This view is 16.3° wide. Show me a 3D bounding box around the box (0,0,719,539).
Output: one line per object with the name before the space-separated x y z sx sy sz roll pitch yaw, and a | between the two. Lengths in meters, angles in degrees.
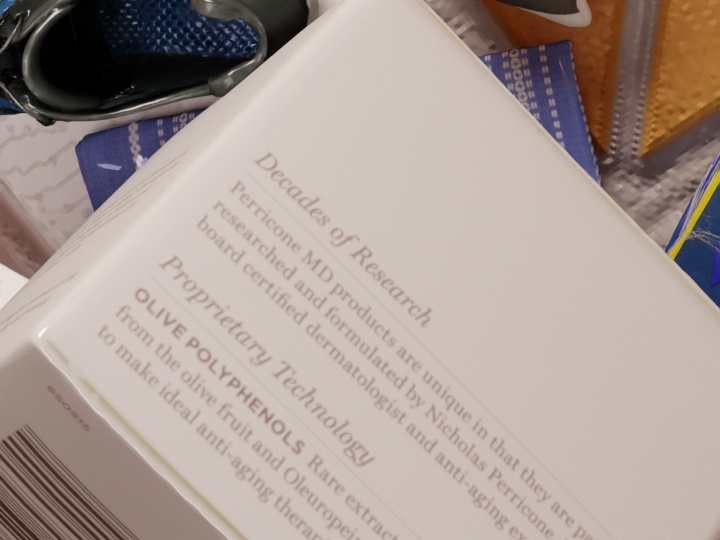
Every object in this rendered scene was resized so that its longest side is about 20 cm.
box | -0.014 0.054 0.801 0.200 0.171 0.199 45 151 -8

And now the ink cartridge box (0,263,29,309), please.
ink cartridge box | -0.157 0.051 0.946 0.200 0.109 0.050 28 163 25

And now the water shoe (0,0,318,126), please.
water shoe | -0.116 -0.088 0.895 0.199 0.079 0.072 -6 110 22

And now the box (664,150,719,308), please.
box | 0.167 -0.056 0.818 0.070 0.064 0.200 30 118 5

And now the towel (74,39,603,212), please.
towel | 0.000 0.000 0.930 0.199 0.024 0.145 -9 107 21

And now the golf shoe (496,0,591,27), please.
golf shoe | 0.096 -0.163 0.803 0.088 0.077 0.200 35 124 -21
